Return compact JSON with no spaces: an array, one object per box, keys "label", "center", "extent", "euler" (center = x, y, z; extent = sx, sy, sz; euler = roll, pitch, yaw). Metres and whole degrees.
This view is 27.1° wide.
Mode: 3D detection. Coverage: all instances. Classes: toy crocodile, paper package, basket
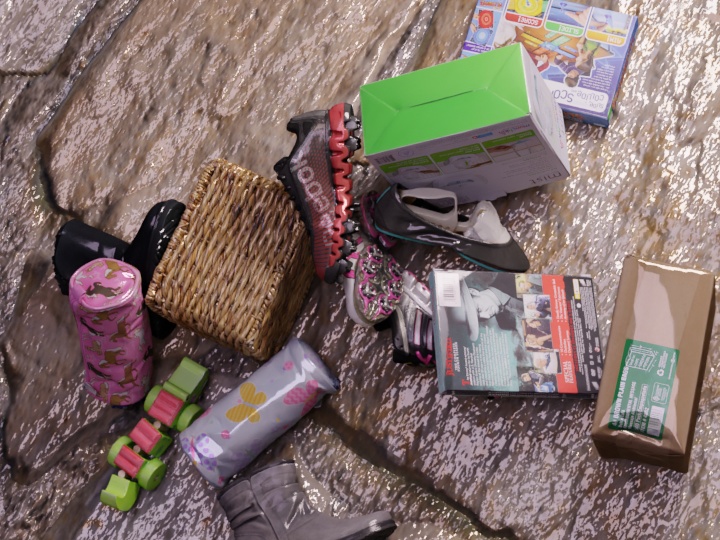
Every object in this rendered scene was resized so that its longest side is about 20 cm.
[{"label":"toy crocodile","center":[-0.248,0.196,1.790],"extent":[0.067,0.062,0.201],"euler":[32,84,19]},{"label":"paper package","center":[0.318,0.104,1.611],"extent":[0.102,0.191,0.203],"euler":[10,79,16]},{"label":"basket","center":[-0.139,-0.010,1.774],"extent":[0.148,0.143,0.202],"euler":[22,84,14]}]

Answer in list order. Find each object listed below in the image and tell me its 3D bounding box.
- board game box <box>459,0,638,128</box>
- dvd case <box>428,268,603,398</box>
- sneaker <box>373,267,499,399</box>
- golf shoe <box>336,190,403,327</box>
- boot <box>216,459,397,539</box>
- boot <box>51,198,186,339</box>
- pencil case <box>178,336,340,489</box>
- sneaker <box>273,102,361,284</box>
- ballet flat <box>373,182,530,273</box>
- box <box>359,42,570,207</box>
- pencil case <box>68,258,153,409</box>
[{"label":"board game box","center":[0.224,-0.262,1.813],"extent":[0.198,0.034,0.137],"euler":[16,80,17]},{"label":"dvd case","center":[0.178,0.072,1.688],"extent":[0.197,0.022,0.148],"euler":[2,67,-17]},{"label":"sneaker","center":[0.084,0.090,1.735],"extent":[0.087,0.074,0.200],"euler":[-44,65,-1]},{"label":"golf shoe","center":[0.000,0.000,1.749],"extent":[0.092,0.072,0.201],"euler":[-36,30,29]},{"label":"boot","center":[-0.066,0.276,1.725],"extent":[0.198,0.070,0.133],"euler":[-18,67,4]},{"label":"boot","center":[-0.296,-0.024,1.806],"extent":[0.167,0.202,0.077],"euler":[24,41,16]},{"label":"pencil case","center":[-0.119,0.167,1.752],"extent":[0.199,0.091,0.083],"euler":[-39,66,1]},{"label":"sneaker","center":[-0.049,-0.086,1.670],"extent":[0.097,0.071,0.203],"euler":[0,92,6]},{"label":"ballet flat","center":[0.113,-0.051,1.728],"extent":[0.198,0.068,0.069],"euler":[17,120,-10]},{"label":"box","center":[0.123,-0.157,1.718],"extent":[0.198,0.176,0.098],"euler":[-13,66,20]},{"label":"pencil case","center":[-0.293,0.074,1.758],"extent":[0.082,0.201,0.087],"euler":[16,49,12]}]
